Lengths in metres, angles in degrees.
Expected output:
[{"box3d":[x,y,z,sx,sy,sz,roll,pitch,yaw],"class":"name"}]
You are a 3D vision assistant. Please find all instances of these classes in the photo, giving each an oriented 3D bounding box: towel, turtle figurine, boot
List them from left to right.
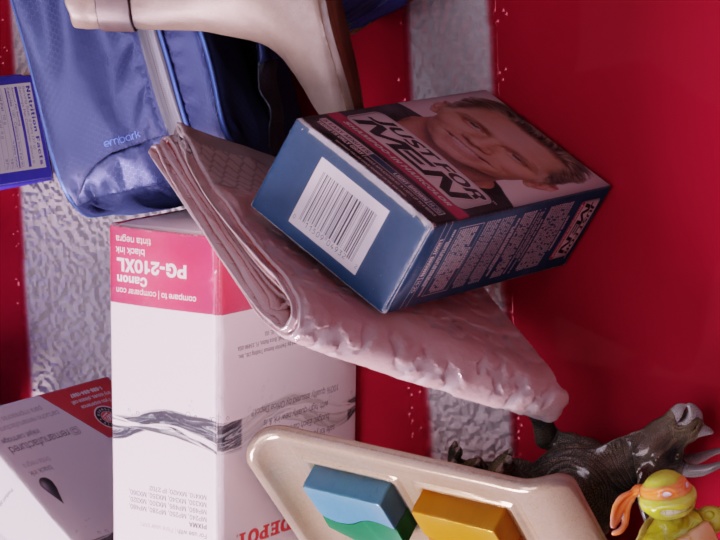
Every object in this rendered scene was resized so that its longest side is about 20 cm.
[{"box3d":[-0.088,-0.156,1.548,0.145,0.070,0.201,-14,88,4],"class":"boot"},{"box3d":[0.000,0.000,1.537,0.032,0.199,0.191,-56,42,19],"class":"towel"},{"box3d":[0.170,0.172,1.522,0.064,0.200,0.162,11,124,52],"class":"turtle figurine"}]

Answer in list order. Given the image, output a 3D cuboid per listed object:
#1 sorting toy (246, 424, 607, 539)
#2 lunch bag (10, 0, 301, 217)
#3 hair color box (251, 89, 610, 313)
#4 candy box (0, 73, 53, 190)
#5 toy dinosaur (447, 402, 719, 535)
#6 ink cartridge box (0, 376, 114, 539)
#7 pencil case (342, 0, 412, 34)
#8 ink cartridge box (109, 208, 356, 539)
[{"box3d":[0.049,0.161,1.593,0.199,0.037,0.185,6,145,30],"class":"sorting toy"},{"box3d":[-0.112,-0.139,1.652,0.132,0.136,0.201,-15,91,18],"class":"lunch bag"},{"box3d":[0.041,-0.041,1.533,0.100,0.200,0.061,39,115,21],"class":"hair color box"},{"box3d":[-0.318,-0.072,1.759,0.168,0.200,0.077,-6,93,32],"class":"candy box"},{"box3d":[0.105,0.128,1.592,0.102,0.077,0.200,41,136,-13],"class":"toy dinosaur"},{"box3d":[-0.153,0.173,1.726,0.200,0.144,0.084,48,119,17],"class":"ink cartridge box"},{"box3d":[0.045,-0.198,1.576,0.199,0.078,0.087,-24,42,34],"class":"pencil case"},{"box3d":[-0.072,0.066,1.656,0.084,0.145,0.201,7,101,33],"class":"ink cartridge box"}]
